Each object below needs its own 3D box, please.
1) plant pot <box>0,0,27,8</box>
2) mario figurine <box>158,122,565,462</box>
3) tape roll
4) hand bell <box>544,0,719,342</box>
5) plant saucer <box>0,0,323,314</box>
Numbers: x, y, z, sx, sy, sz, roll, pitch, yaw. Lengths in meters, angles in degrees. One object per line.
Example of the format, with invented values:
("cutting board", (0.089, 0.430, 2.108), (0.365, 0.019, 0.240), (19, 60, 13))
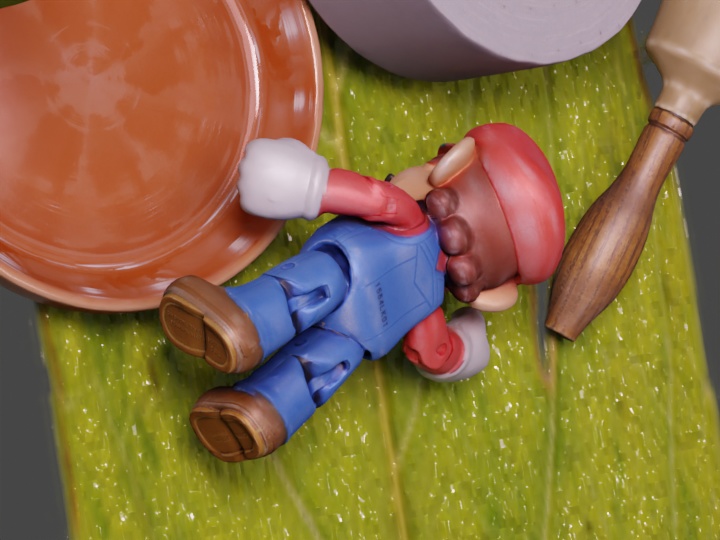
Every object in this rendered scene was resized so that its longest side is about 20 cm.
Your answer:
("plant pot", (-0.229, -0.190, 1.067), (0.200, 0.181, 0.199), (8, 79, -29))
("mario figurine", (0.000, 0.000, 1.230), (0.200, 0.123, 0.106), (-31, 66, -32))
("tape roll", (0.048, -0.184, 1.265), (0.200, 0.066, 0.200), (5, 83, -45))
("hand bell", (0.135, -0.060, 1.320), (0.104, 0.104, 0.200), (31, 86, -23))
("plant saucer", (-0.109, -0.081, 1.207), (0.200, 0.032, 0.200), (5, 80, -29))
